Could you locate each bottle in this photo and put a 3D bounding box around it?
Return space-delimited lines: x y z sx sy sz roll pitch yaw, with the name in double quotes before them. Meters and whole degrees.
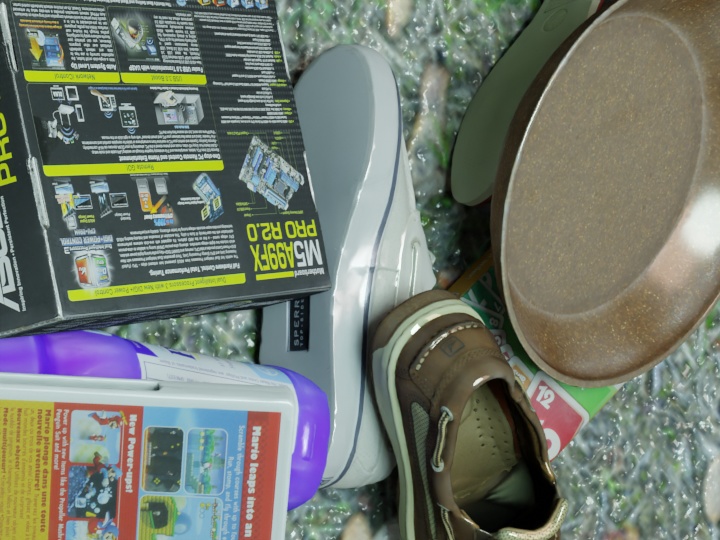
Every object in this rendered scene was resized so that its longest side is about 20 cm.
"bottle" -0.109 0.058 1.015 0.199 0.083 0.066 14 79 -37

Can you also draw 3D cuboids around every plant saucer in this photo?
"plant saucer" 0.123 -0.045 1.152 0.200 0.037 0.202 -23 123 -39

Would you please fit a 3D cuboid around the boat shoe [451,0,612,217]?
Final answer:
"boat shoe" 0.109 -0.100 1.196 0.063 0.071 0.201 42 60 -26

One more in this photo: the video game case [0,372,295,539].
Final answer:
"video game case" -0.130 0.108 0.953 0.198 0.017 0.144 3 110 -6

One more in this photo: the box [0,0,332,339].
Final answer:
"box" -0.095 -0.060 1.006 0.200 0.044 0.161 -7 85 -59

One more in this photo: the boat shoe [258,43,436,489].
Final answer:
"boat shoe" 0.000 0.000 1.115 0.070 0.071 0.202 10 81 -46

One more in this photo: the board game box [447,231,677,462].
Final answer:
"board game box" 0.102 0.018 1.203 0.200 0.030 0.096 -44 110 -31

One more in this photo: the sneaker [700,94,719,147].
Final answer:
"sneaker" 0.222 -0.141 1.222 0.084 0.200 0.075 -9 59 -50

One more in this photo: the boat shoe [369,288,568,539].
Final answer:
"boat shoe" 0.057 0.105 1.095 0.075 0.075 0.203 -35 131 -15
